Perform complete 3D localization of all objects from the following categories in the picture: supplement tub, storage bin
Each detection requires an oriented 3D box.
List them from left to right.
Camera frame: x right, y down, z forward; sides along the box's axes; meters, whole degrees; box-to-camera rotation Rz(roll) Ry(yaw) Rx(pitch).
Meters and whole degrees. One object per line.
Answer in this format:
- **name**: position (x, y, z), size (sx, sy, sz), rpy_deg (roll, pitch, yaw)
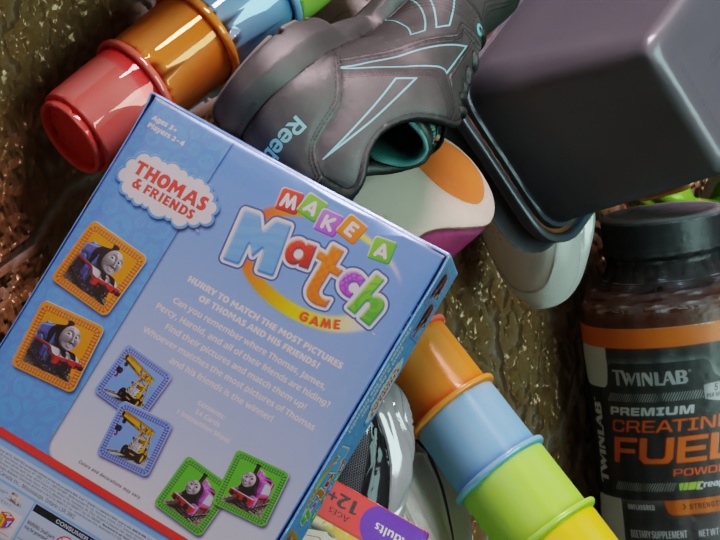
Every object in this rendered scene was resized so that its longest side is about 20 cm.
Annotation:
- **storage bin**: position (0.151, -0.108, 1.464), size (0.146, 0.134, 0.200), rpy_deg (55, 52, -23)
- **supplement tub**: position (0.178, 0.065, 1.631), size (0.107, 0.106, 0.202), rpy_deg (-17, 103, -52)

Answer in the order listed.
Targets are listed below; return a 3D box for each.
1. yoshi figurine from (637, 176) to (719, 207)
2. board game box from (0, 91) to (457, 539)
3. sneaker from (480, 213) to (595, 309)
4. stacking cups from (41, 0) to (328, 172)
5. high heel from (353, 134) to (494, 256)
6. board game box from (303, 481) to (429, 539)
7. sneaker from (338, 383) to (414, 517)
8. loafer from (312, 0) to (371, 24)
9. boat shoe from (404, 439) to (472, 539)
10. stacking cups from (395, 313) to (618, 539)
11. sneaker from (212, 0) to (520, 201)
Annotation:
- **yoshi figurine**: position (0.204, -0.055, 1.701), size (0.111, 0.113, 0.201), rpy_deg (-20, 128, -10)
- **board game box**: position (-0.073, 0.047, 1.218), size (0.201, 0.151, 0.037), rpy_deg (-59, 164, -8)
- **sneaker**: position (0.058, -0.072, 1.514), size (0.099, 0.075, 0.201), rpy_deg (-22, 99, -43)
- **stacking cups**: position (-0.056, -0.115, 1.311), size (0.200, 0.060, 0.061), rpy_deg (-43, 124, -27)
- **high heel**: position (0.000, 0.000, 1.344), size (0.067, 0.096, 0.200), rpy_deg (39, 27, -3)
- **board game box**: position (-0.074, 0.169, 1.282), size (0.151, 0.046, 0.201), rpy_deg (29, 61, -10)
- **sneaker**: position (-0.040, 0.045, 1.371), size (0.113, 0.075, 0.202), rpy_deg (-6, 89, -52)
- **loafer**: position (-0.005, -0.101, 1.419), size (0.070, 0.069, 0.201), rpy_deg (-43, 122, -44)
- **boat shoe**: position (0.028, 0.180, 1.461), size (0.066, 0.072, 0.202), rpy_deg (-17, 102, -48)
- **stacking cups**: position (0.060, 0.080, 1.431), size (0.060, 0.060, 0.201), rpy_deg (-19, 70, -51)
- **sneaker**: position (0.017, -0.085, 1.325), size (0.079, 0.076, 0.200), rpy_deg (45, 46, 11)
